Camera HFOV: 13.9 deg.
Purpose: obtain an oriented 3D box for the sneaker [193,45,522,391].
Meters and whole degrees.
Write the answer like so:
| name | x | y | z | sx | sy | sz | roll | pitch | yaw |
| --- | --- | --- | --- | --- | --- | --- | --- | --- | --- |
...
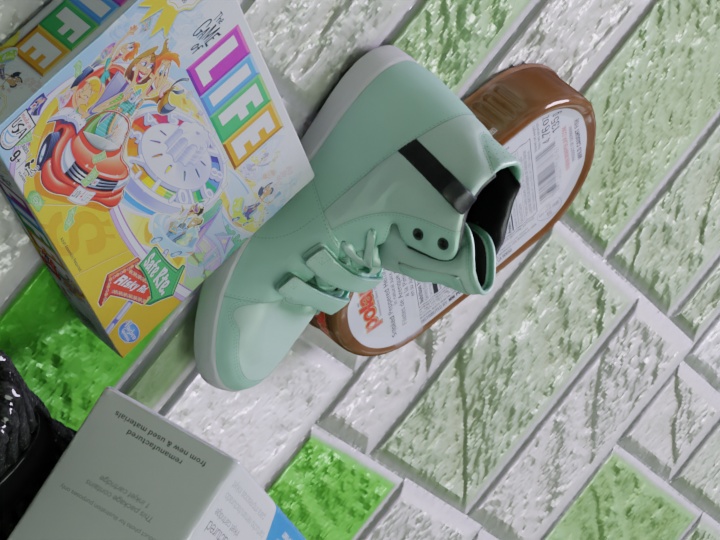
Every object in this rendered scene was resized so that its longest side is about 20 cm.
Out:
| name | x | y | z | sx | sy | sz | roll | pitch | yaw |
| --- | --- | --- | --- | --- | --- | --- | --- | --- | --- |
| sneaker | 0.000 | 0.000 | 1.493 | 0.074 | 0.118 | 0.201 | 9 | 117 | -58 |

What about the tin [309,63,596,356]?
| name | x | y | z | sx | sy | sz | roll | pitch | yaw |
| --- | --- | --- | --- | --- | --- | --- | --- | --- | --- |
| tin | 0.050 | -0.032 | 1.607 | 0.200 | 0.042 | 0.112 | -38 | 143 | -20 |

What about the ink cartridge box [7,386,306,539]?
| name | x | y | z | sx | sy | sz | roll | pitch | yaw |
| --- | --- | --- | --- | --- | --- | --- | --- | --- | --- |
| ink cartridge box | -0.123 | 0.178 | 1.414 | 0.200 | 0.084 | 0.145 | -57 | 157 | -12 |

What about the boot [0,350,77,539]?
| name | x | y | z | sx | sy | sz | roll | pitch | yaw |
| --- | --- | --- | --- | --- | --- | --- | --- | --- | --- |
| boot | -0.210 | 0.139 | 1.399 | 0.211 | 0.079 | 0.158 | -59 | 157 | -7 |

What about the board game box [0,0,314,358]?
| name | x | y | z | sx | sy | sz | roll | pitch | yaw |
| --- | --- | --- | --- | --- | --- | --- | --- | --- | --- |
| board game box | -0.102 | -0.061 | 1.375 | 0.134 | 0.034 | 0.200 | -44 | 149 | -12 |
